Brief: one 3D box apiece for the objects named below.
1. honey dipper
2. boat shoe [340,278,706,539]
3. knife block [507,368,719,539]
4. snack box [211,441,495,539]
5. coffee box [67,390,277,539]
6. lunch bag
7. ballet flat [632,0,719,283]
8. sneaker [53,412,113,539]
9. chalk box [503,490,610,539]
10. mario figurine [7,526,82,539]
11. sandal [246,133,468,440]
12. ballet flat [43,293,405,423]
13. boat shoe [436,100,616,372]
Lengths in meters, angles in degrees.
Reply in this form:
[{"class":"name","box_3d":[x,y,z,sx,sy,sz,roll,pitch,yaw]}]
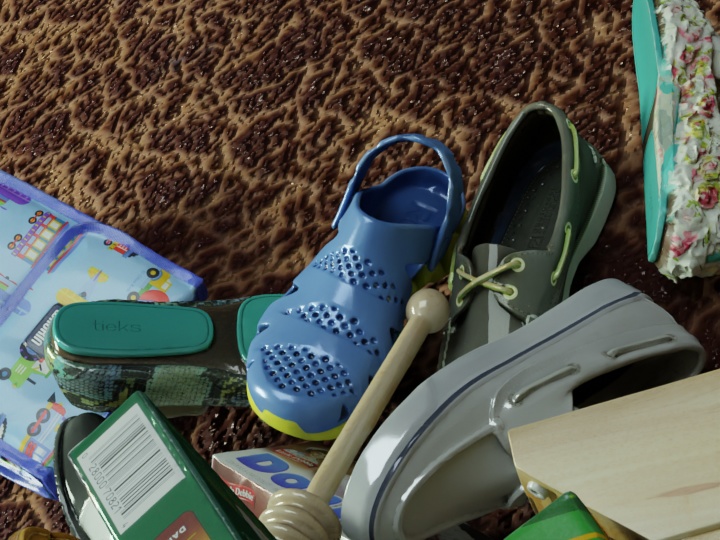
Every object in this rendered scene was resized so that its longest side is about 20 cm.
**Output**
[{"class":"honey dipper","box_3d":[-0.004,0.077,0.911,0.038,0.038,0.201,-6,36,33]},{"class":"boat shoe","box_3d":[0.080,0.075,0.895,0.199,0.073,0.066,-28,43,-33]},{"class":"knife block","box_3d":[0.187,0.066,0.812,0.199,0.064,0.176,26,69,29]},{"class":"snack box","box_3d":[0.012,0.128,0.921,0.199,0.071,0.025,24,111,47]},{"class":"coffee box","box_3d":[-0.032,0.139,0.709,0.044,0.123,0.200,-39,39,-3]},{"class":"lunch bag","box_3d":[-0.189,0.046,1.158,0.199,0.094,0.151,23,66,34]},{"class":"ballet flat","box_3d":[0.176,-0.073,1.006,0.063,0.076,0.202,3,52,0]},{"class":"sneaker","box_3d":[-0.096,0.139,0.994,0.088,0.074,0.201,-34,49,5]},{"class":"chalk box","box_3d":[0.054,0.213,0.761,0.199,0.124,0.125,-38,38,0]},{"class":"mario figurine","box_3d":[-0.195,0.213,0.971,0.200,0.107,0.123,-40,-11,33]},{"class":"sandal","box_3d":[0.000,0.000,0.998,0.079,0.088,0.201,20,51,11]},{"class":"ballet flat","box_3d":[-0.071,0.051,1.050,0.198,0.075,0.075,4,47,0]},{"class":"boat shoe","box_3d":[0.076,0.003,0.998,0.072,0.060,0.203,-3,50,35]}]
